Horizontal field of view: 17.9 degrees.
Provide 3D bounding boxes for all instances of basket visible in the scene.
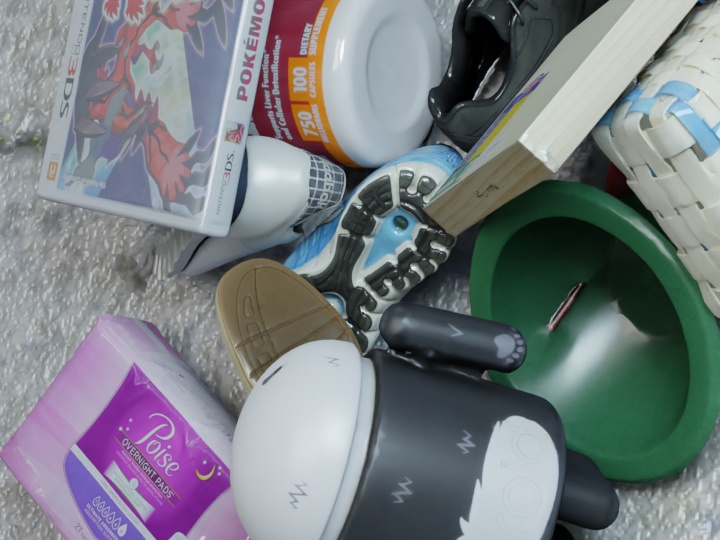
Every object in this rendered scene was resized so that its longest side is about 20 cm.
[{"bbox_3d":[0.230,-0.079,1.110,0.200,0.177,0.139,-43,11,-22],"label":"basket"}]

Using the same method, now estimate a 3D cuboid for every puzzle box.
[{"bbox_3d":[0.103,-0.088,1.163,0.025,0.200,0.133,40,77,-4],"label":"puzzle box"}]

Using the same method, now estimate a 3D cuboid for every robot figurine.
[{"bbox_3d":[0.030,0.109,1.186,0.125,0.198,0.151,126,157,-60],"label":"robot figurine"}]

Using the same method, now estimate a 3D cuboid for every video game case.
[{"bbox_3d":[-0.117,-0.120,1.306,0.199,0.023,0.184,12,91,54],"label":"video game case"}]

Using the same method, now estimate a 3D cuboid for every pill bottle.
[{"bbox_3d":[-0.060,-0.121,1.371,0.199,0.113,0.114,4,78,34],"label":"pill bottle"}]

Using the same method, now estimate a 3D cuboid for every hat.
[{"bbox_3d":[0.173,-0.010,1.244,0.165,0.176,0.201,28,131,30],"label":"hat"}]

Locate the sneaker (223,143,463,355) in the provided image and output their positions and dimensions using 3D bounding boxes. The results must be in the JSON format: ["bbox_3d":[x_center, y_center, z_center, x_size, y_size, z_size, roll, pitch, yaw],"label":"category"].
[{"bbox_3d":[0.000,0.000,1.331,0.078,0.090,0.200,45,123,-6],"label":"sneaker"}]

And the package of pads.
[{"bbox_3d":[-0.119,0.129,1.361,0.200,0.075,0.121,44,103,34],"label":"package of pads"}]

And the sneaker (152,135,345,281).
[{"bbox_3d":[-0.073,-0.034,1.353,0.200,0.080,0.077,161,110,-71],"label":"sneaker"}]

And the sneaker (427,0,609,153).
[{"bbox_3d":[0.101,-0.154,1.289,0.076,0.091,0.201,19,86,37],"label":"sneaker"}]

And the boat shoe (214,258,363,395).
[{"bbox_3d":[-0.023,0.088,1.282,0.201,0.071,0.065,58,154,10],"label":"boat shoe"}]
